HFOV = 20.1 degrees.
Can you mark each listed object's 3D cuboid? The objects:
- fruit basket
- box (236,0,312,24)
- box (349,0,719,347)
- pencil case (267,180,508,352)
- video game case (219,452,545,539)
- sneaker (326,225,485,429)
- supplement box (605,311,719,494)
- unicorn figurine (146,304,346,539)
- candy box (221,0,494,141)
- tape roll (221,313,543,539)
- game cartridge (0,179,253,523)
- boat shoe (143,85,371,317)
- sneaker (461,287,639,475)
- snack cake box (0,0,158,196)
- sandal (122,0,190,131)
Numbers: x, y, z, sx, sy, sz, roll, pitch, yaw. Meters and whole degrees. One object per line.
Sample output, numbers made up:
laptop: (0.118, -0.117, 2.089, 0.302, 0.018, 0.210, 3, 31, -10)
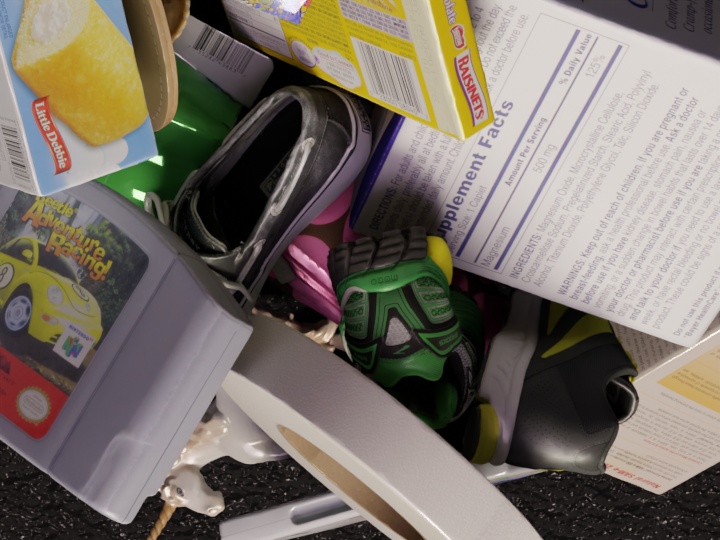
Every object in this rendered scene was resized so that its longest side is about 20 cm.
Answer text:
fruit basket: (-0.167, -0.100, 1.091, 0.200, 0.094, 0.185, 31, 130, -4)
box: (-0.034, -0.251, 0.846, 0.122, 0.193, 0.200, 21, 132, -16)
box: (0.119, -0.081, 1.030, 0.200, 0.105, 0.184, 19, 134, -8)
pencil case: (0.000, 0.000, 1.154, 0.091, 0.094, 0.200, -38, 123, 23)
video game case: (0.034, 0.133, 1.245, 0.182, 0.022, 0.200, -18, 172, 19)
sneaker: (0.024, 0.049, 1.056, 0.078, 0.085, 0.200, -10, 160, 9)
supplement box: (0.205, 0.044, 1.180, 0.200, 0.074, 0.126, -35, 139, 31)
unicorn figurine: (-0.064, 0.094, 1.275, 0.137, 0.074, 0.200, 8, 120, 6)
candy box: (-0.015, -0.135, 0.968, 0.026, 0.200, 0.102, -30, 125, -24)
tape roll: (0.009, 0.100, 1.040, 0.037, 0.203, 0.203, -50, 124, -11)
game cartridge: (-0.152, 0.020, 1.011, 0.200, 0.133, 0.041, 31, 176, 31)
boat shoe: (-0.075, -0.015, 1.040, 0.199, 0.074, 0.068, -44, 158, 22)
sneaker: (0.112, 0.053, 1.102, 0.085, 0.200, 0.075, 18, 125, 7)
snack cake box: (-0.170, -0.144, 0.951, 0.067, 0.115, 0.200, -22, 112, -27)
sandal: (-0.112, -0.179, 0.989, 0.078, 0.070, 0.212, -5, 112, 56)
